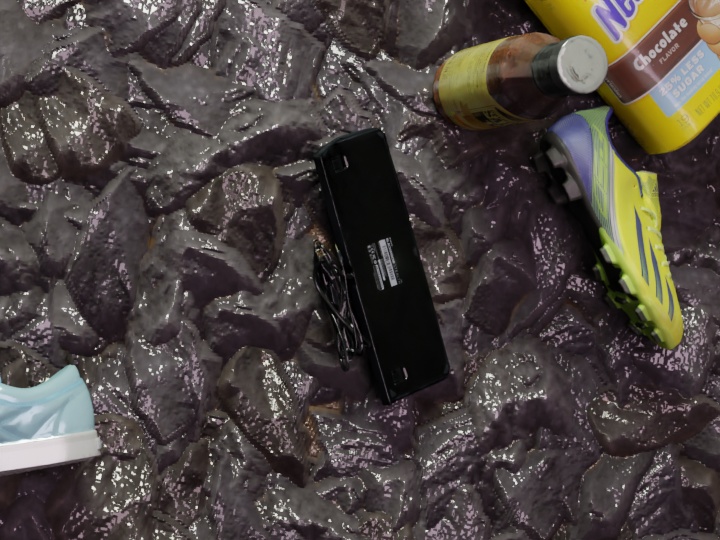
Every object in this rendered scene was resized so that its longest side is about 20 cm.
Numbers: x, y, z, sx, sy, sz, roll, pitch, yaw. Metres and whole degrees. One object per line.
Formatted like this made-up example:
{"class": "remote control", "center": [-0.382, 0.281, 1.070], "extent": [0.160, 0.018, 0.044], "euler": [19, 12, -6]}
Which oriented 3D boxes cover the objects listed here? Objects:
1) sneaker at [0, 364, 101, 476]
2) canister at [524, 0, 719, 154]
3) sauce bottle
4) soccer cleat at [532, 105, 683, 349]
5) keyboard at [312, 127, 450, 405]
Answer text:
{"class": "sneaker", "center": [-0.280, 0.105, 1.478], "extent": [0.198, 0.074, 0.083], "euler": [-6, 82, -29]}
{"class": "canister", "center": [0.216, -0.209, 1.662], "extent": [0.149, 0.086, 0.200], "euler": [-45, 105, -16]}
{"class": "sauce bottle", "center": [0.116, -0.139, 1.560], "extent": [0.065, 0.200, 0.067], "euler": [0, 90, -19]}
{"class": "soccer cleat", "center": [0.210, -0.034, 1.664], "extent": [0.083, 0.065, 0.201], "euler": [-31, 98, -15]}
{"class": "keyboard", "center": [0.000, 0.000, 1.609], "extent": [0.104, 0.039, 0.202], "euler": [-19, 95, -44]}
